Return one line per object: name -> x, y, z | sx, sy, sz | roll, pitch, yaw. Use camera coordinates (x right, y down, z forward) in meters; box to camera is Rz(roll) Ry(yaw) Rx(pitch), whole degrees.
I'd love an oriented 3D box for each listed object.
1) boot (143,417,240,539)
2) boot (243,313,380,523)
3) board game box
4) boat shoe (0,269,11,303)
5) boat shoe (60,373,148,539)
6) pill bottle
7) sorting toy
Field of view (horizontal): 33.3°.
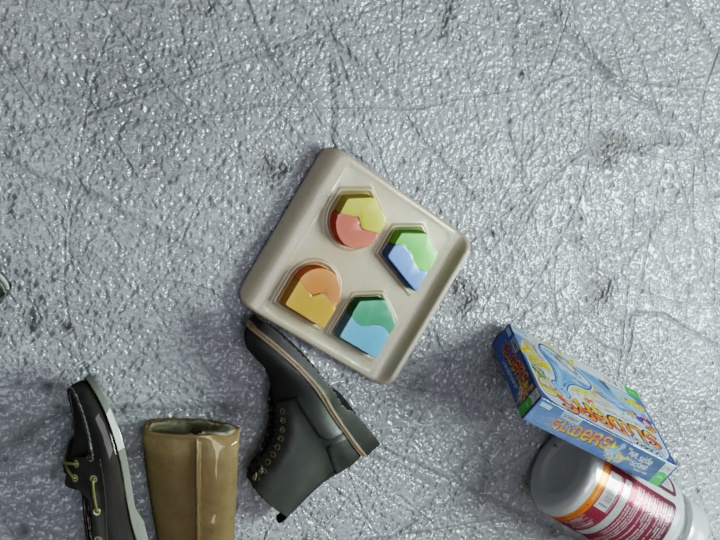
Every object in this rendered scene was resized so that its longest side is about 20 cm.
boot -> -0.133, 0.254, 1.213 | 0.173, 0.066, 0.203 | 1, 101, -3
boot -> -0.086, 0.157, 1.228 | 0.138, 0.077, 0.200 | -41, 111, -4
board game box -> 0.244, 0.148, 1.319 | 0.199, 0.136, 0.035 | 27, 114, -25
boat shoe -> -0.401, -0.030, 1.077 | 0.200, 0.072, 0.068 | 46, 47, -16
boat shoe -> -0.256, 0.201, 1.167 | 0.060, 0.072, 0.203 | -18, 110, -21
pill bottle -> 0.300, 0.267, 1.379 | 0.199, 0.109, 0.110 | 33, 88, -23
sorting toy -> 0.000, 0.000, 1.246 | 0.199, 0.036, 0.186 | 32, 89, -24
